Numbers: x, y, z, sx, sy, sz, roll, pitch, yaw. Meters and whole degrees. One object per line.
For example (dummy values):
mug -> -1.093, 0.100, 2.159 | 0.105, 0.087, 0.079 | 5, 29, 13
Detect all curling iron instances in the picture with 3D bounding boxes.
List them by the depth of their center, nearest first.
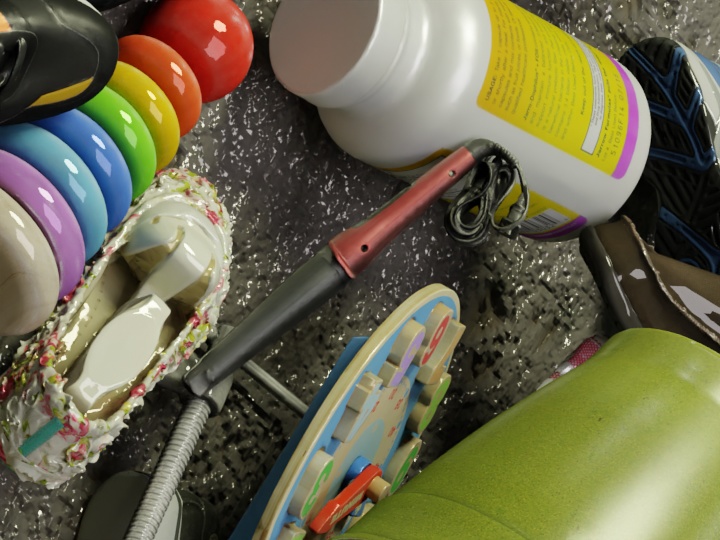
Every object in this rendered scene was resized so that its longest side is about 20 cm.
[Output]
curling iron -> 0.000, 0.000, 1.390 | 0.200, 0.050, 0.026 | -32, 163, -18

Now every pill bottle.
pill bottle -> 0.048, -0.089, 1.470 | 0.200, 0.104, 0.104 | 24, 80, -44

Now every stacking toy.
stacking toy -> -0.118, -0.060, 1.338 | 0.200, 0.085, 0.085 | -47, 126, -37

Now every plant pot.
plant pot -> 0.112, 0.135, 1.399 | 0.193, 0.200, 0.201 | -46, 125, -26

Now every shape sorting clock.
shape sorting clock -> -0.004, 0.097, 1.425 | 0.200, 0.039, 0.200 | -52, 166, -19

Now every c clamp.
c clamp -> -0.108, 0.085, 1.347 | 0.171, 0.027, 0.200 | 43, 50, -16

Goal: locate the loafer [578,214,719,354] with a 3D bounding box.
loafer -> 0.187, 0.027, 1.530 | 0.071, 0.073, 0.200 | -40, 126, 14

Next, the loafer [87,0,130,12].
loafer -> -0.104, -0.160, 1.342 | 0.200, 0.068, 0.071 | -22, 90, -35

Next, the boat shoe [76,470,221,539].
boat shoe -> -0.111, 0.197, 1.383 | 0.064, 0.071, 0.200 | 27, 76, -42

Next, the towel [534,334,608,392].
towel -> 0.109, 0.148, 1.495 | 0.146, 0.030, 0.200 | 42, 76, 1

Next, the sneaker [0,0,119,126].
sneaker -> -0.185, -0.082, 1.221 | 0.200, 0.090, 0.070 | 5, 117, -30

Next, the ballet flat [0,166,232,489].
ballet flat -> -0.098, 0.019, 1.334 | 0.076, 0.064, 0.200 | 41, 48, -14

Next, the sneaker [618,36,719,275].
sneaker -> 0.202, -0.033, 1.622 | 0.077, 0.076, 0.200 | -1, 76, -53
